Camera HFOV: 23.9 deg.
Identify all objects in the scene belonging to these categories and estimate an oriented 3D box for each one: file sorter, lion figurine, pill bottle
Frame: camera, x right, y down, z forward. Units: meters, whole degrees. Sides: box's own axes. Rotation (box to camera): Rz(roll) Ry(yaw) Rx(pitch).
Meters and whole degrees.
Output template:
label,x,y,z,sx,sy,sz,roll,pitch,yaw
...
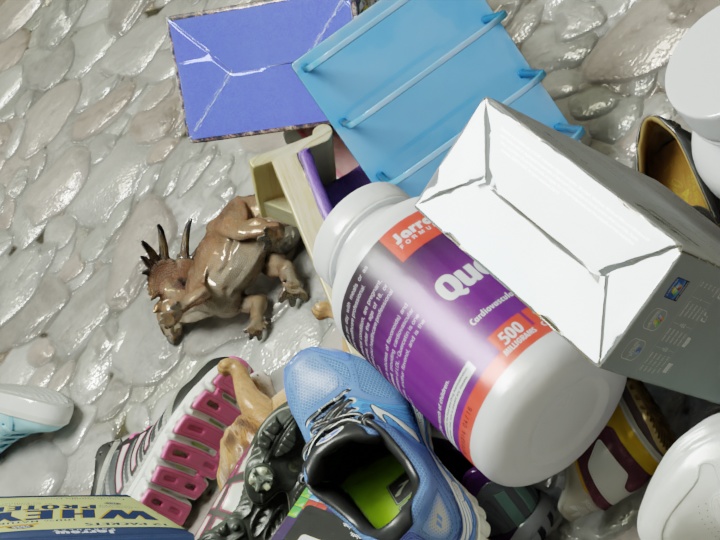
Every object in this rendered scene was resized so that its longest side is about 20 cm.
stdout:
label,x,y,z,sx,sy,sz,roll,pitch,yaw
file sorter,0.067,-0.098,1.149,0.138,0.200,0.123,-35,7,0
lion figurine,-0.029,0.098,1.233,0.200,0.072,0.123,-35,55,11
pill bottle,0.059,0.031,1.028,0.113,0.112,0.200,-49,55,2
pill bottle,0.258,-0.064,0.968,0.111,0.200,0.112,-27,42,27

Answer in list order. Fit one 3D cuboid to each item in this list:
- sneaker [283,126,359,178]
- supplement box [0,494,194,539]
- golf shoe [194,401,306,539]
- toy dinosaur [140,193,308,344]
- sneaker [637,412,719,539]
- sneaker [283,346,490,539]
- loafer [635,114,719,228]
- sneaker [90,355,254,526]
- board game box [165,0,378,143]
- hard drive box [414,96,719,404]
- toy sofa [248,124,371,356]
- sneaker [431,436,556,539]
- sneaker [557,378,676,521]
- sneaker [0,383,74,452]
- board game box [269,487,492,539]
label,x,y,z,sx,sy,sz,roll,pitch,yaw
sneaker,0.020,-0.087,1.339,0.105,0.075,0.200,-47,41,4
supplement box,-0.197,0.256,1.105,0.200,0.133,0.201,-179,90,-70
golf shoe,-0.071,0.176,1.162,0.201,0.077,0.088,-57,7,11
toy dinosaur,-0.110,-0.014,1.402,0.200,0.086,0.136,-42,36,8
sneaker,0.241,0.117,0.935,0.199,0.075,0.100,-32,39,23
sneaker,0.002,0.104,1.027,0.079,0.089,0.200,-46,42,5
loafer,0.205,-0.013,1.086,0.073,0.072,0.201,-28,43,24
sneaker,-0.159,0.145,1.323,0.087,0.074,0.201,30,87,47
board game box,-0.028,-0.168,1.321,0.159,0.097,0.200,-5,10,26
hard drive box,0.151,-0.005,0.953,0.156,0.200,0.077,43,106,37
toy sofa,0.000,0.000,1.197,0.097,0.083,0.201,-20,66,-6
sneaker,0.031,0.137,1.114,0.199,0.088,0.075,-6,37,40
sneaker,0.126,0.070,1.095,0.090,0.075,0.200,-36,38,10
sneaker,-0.331,0.143,1.524,0.199,0.074,0.083,1,89,41
board game box,0.015,0.227,1.015,0.199,0.057,0.166,15,54,33
